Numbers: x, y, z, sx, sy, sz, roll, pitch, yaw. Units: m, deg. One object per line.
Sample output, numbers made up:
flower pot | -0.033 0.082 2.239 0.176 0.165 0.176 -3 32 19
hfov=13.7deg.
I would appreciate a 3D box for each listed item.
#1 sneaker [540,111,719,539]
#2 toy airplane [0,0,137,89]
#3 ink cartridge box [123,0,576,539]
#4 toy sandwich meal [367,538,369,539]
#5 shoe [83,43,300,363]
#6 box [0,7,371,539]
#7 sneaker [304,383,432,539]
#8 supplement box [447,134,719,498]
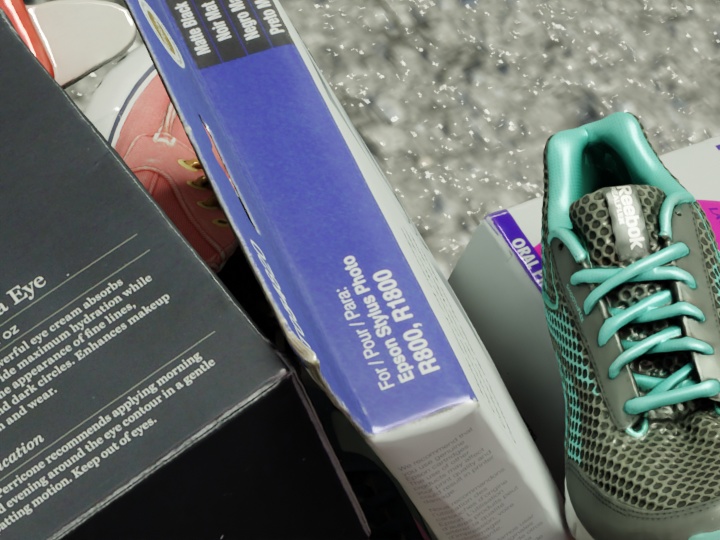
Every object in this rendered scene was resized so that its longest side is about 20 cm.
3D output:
sneaker | 0.086 0.020 0.930 0.077 0.091 0.200 -18 30 2
toy airplane | -0.168 -0.139 1.073 0.199 0.141 0.201 12 71 13
ink cartridge box | 0.000 0.000 0.948 0.041 0.200 0.200 -30 53 4
toy sandwich meal | -0.059 0.145 0.936 0.205 0.070 0.206 -11 58 17
shoe | -0.057 -0.007 1.050 0.072 0.091 0.200 54 41 -37
box | -0.133 0.053 0.901 0.200 0.104 0.182 -34 56 -8
sneaker | 0.014 0.110 1.009 0.070 0.082 0.200 -10 59 -28
supplement box | 0.131 0.019 1.115 0.200 0.103 0.101 -19 63 -35
